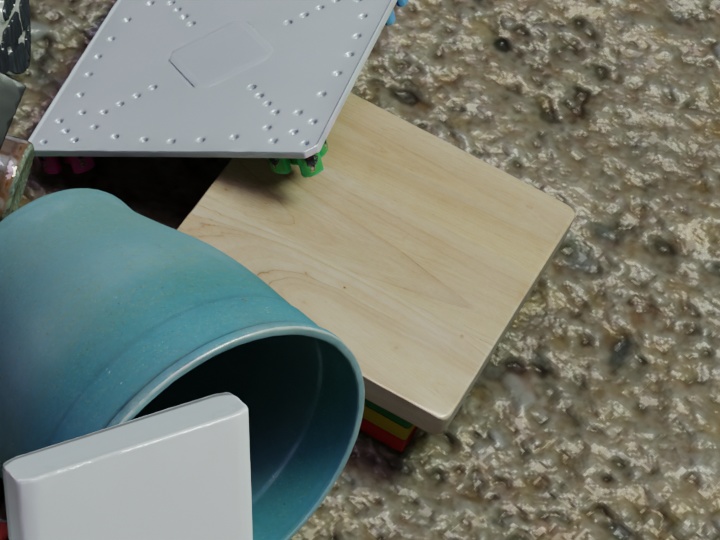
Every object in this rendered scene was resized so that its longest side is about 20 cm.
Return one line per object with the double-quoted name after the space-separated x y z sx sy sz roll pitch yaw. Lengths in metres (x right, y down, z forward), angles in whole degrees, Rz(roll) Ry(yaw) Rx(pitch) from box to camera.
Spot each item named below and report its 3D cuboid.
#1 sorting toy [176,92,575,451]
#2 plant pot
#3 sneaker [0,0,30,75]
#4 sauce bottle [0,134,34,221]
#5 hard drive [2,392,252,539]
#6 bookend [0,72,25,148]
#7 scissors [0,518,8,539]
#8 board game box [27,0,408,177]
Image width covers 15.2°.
0.000 0.000 1.673 0.199 0.070 0.199 28 50 9 "sorting toy"
-0.131 0.057 1.517 0.200 0.201 0.188 -22 50 -30 "plant pot"
-0.257 -0.153 1.697 0.079 0.078 0.200 0 19 14 "sneaker"
-0.303 -0.078 1.660 0.199 0.065 0.065 17 49 1 "sauce bottle"
-0.117 0.171 1.419 0.131 0.201 0.026 -17 32 -27 "hard drive"
-0.322 -0.053 1.513 0.198 0.092 0.201 25 78 -26 "bookend"
-0.213 0.172 1.509 0.073 0.014 0.201 4 49 -14 "scissors"
-0.086 -0.128 1.720 0.199 0.026 0.200 2 41 22 "board game box"
